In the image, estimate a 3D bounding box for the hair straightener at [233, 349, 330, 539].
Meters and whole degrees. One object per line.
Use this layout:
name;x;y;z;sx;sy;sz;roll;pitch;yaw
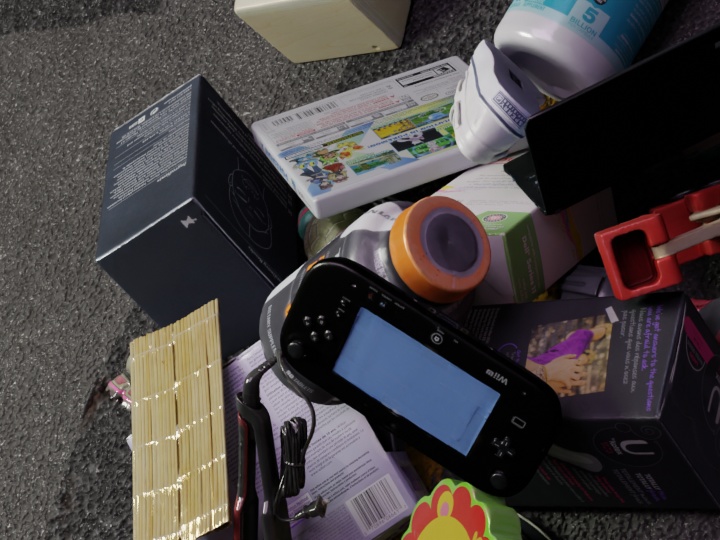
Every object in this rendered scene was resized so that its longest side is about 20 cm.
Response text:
hair straightener;-0.055;0.157;1.322;0.076;0.041;0.202;7;104;19

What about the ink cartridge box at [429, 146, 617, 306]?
ink cartridge box;0.121;-0.039;1.389;0.116;0.068;0.200;3;26;38

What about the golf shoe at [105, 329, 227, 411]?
golf shoe;-0.139;0.108;1.525;0.199;0.073;0.092;31;83;44

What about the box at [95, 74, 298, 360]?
box;-0.136;-0.043;1.538;0.107;0.149;0.201;-31;31;17

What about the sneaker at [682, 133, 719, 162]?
sneaker;0.325;-0.123;1.330;0.199;0.080;0.072;-32;28;45

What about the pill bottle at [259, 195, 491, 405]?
pill bottle;0.014;0.017;1.286;0.200;0.105;0.107;-39;37;52

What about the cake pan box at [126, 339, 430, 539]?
cake pan box;-0.062;0.157;1.401;0.199;0.052;0.185;-37;74;13

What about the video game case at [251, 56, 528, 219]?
video game case;0.026;-0.115;1.490;0.198;0.022;0.182;-19;29;-12

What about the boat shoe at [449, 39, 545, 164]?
boat shoe;0.098;-0.129;1.386;0.065;0.074;0.200;-45;3;14

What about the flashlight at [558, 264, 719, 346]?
flashlight;0.236;0.028;1.300;0.199;0.068;0.068;9;39;42

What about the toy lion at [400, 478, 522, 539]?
toy lion;0.057;0.254;1.230;0.192;0.068;0.201;-49;37;41

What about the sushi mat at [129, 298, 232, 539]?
sushi mat;-0.142;0.125;1.390;0.095;0.012;0.202;-23;53;25

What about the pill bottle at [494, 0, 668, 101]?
pill bottle;0.202;-0.243;1.469;0.110;0.111;0.201;22;76;43

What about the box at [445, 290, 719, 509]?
box;0.155;0.095;1.269;0.198;0.122;0.107;-4;52;35

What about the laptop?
laptop;0.187;-0.125;1.283;0.176;0.104;0.200;-25;21;-1

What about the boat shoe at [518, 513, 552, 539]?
boat shoe;0.118;0.240;1.252;0.074;0.062;0.201;-38;45;13

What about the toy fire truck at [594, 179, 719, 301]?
toy fire truck;0.259;-0.038;1.245;0.198;0.141;0.049;-20;92;2

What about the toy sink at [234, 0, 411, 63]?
toy sink;-0.018;-0.311;1.683;0.129;0.112;0.202;-4;65;35

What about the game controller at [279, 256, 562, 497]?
game controller;0.039;0.071;1.197;0.199;0.105;0.042;32;47;8

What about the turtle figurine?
turtle figurine;0.000;0.000;1.479;0.150;0.101;0.200;-46;51;3
